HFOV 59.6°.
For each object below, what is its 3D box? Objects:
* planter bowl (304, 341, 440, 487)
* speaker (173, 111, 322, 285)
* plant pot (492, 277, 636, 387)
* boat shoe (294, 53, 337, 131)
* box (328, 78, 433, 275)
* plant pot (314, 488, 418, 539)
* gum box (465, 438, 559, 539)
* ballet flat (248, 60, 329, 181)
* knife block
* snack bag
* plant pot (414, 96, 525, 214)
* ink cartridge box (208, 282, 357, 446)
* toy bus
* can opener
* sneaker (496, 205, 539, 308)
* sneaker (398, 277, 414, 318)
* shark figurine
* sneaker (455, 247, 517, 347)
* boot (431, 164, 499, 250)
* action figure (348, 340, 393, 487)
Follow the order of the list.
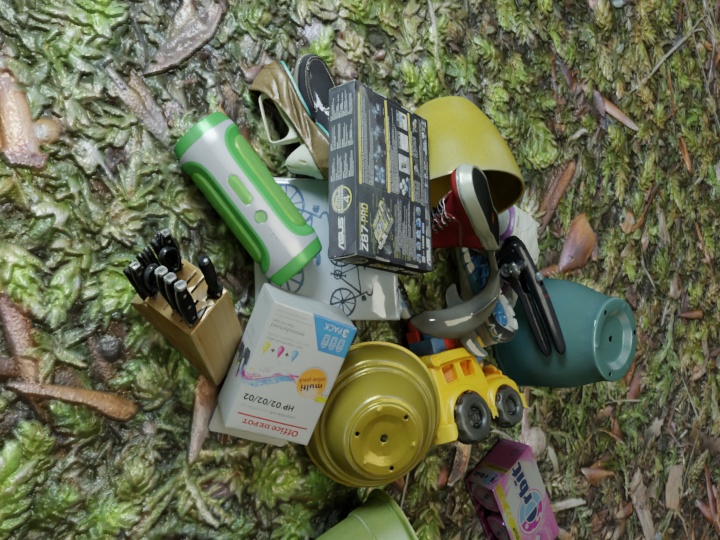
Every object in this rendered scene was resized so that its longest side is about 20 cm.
[{"bbox_3d":[0.022,0.201,0.809,0.194,0.083,0.207,-2,98,-11],"label":"planter bowl"},{"bbox_3d":[-0.132,-0.084,0.751,0.088,0.088,0.202,-41,99,-29],"label":"speaker"},{"bbox_3d":[0.360,0.110,1.087,0.196,0.186,0.207,0,90,-36],"label":"plant pot"},{"bbox_3d":[-0.032,-0.200,0.864,0.072,0.062,0.205,-26,105,-34],"label":"boat shoe"},{"bbox_3d":[0.028,-0.105,0.767,0.159,0.048,0.207,10,76,-52],"label":"box"},{"bbox_3d":[-0.025,0.418,0.812,0.185,0.199,0.207,-14,99,-24],"label":"plant pot"},{"bbox_3d":[0.268,0.414,1.092,0.113,0.065,0.204,-34,110,-33],"label":"gum box"},{"bbox_3d":[-0.079,-0.172,0.798,0.071,0.068,0.202,-33,82,-5],"label":"ballet flat"},{"bbox_3d":[-0.174,0.049,0.686,0.064,0.174,0.201,-49,117,-24],"label":"knife block"},{"bbox_3d":[-0.042,-0.029,0.818,0.193,0.021,0.195,-2,84,-6],"label":"snack bag"},{"bbox_3d":[0.131,-0.165,0.928,0.196,0.198,0.146,6,67,-36],"label":"plant pot"},{"bbox_3d":[-0.098,0.133,0.762,0.113,0.068,0.205,19,101,-25],"label":"ink cartridge box"},{"bbox_3d":[0.143,0.161,0.972,0.196,0.135,0.198,-6,78,-39],"label":"toy bus"},{"bbox_3d":[0.275,0.041,0.995,0.077,0.063,0.205,-24,90,-34],"label":"can opener"},{"bbox_3d":[0.270,-0.006,1.083,0.098,0.074,0.206,18,79,-29],"label":"sneaker"},{"bbox_3d":[0.000,0.000,0.884,0.072,0.072,0.200,-42,106,10],"label":"sneaker"},{"bbox_3d":[0.181,0.031,0.926,0.127,0.090,0.216,39,63,-1],"label":"shark figurine"},{"bbox_3d":[0.185,0.029,1.029,0.073,0.087,0.206,0,67,-29],"label":"sneaker"},{"bbox_3d":[0.109,-0.074,0.857,0.200,0.140,0.075,47,43,-63],"label":"boot"},{"bbox_3d":[-0.009,0.193,0.884,0.127,0.069,0.207,-10,93,-29],"label":"action figure"}]
